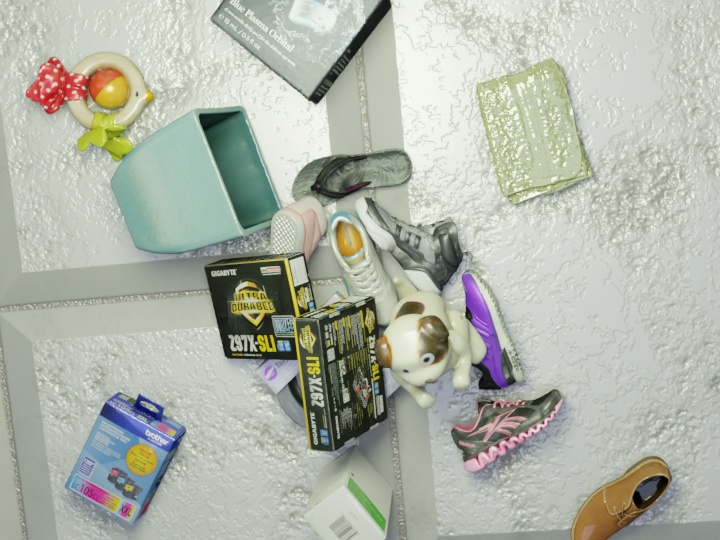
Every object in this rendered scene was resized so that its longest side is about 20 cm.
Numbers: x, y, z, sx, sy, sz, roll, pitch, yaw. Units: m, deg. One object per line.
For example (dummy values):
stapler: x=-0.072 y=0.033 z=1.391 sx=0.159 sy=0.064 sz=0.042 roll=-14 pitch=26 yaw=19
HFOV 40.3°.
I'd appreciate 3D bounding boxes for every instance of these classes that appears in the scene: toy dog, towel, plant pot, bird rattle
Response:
toy dog: x=0.097 y=0.103 z=1.451 sx=0.139 sy=0.200 sz=0.195 roll=-15 pitch=94 yaw=14
towel: x=0.268 y=-0.216 z=1.534 sx=0.147 sy=0.036 sz=0.201 roll=-17 pitch=96 yaw=8
plant pot: x=-0.265 y=-0.124 z=1.523 sx=0.199 sy=0.196 sz=0.198 roll=-20 pitch=95 yaw=17
bird rattle: x=-0.425 y=-0.278 z=1.581 sx=0.163 sy=0.113 sz=0.200 roll=-41 pitch=79 yaw=-3

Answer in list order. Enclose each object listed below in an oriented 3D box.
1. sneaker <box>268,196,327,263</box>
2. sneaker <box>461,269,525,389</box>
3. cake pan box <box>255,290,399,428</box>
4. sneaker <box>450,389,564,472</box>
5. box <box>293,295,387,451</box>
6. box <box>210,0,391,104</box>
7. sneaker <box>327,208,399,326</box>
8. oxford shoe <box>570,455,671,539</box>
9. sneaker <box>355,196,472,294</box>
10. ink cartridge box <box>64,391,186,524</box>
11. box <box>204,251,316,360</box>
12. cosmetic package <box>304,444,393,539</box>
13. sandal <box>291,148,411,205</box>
sneaker: x=-0.103 y=-0.031 z=1.576 sx=0.075 sy=0.105 sz=0.201 roll=27 pitch=129 yaw=16
sneaker: x=0.184 y=0.102 z=1.563 sx=0.099 sy=0.070 sz=0.201 roll=-22 pitch=94 yaw=10
cake pan box: x=-0.045 y=0.166 z=1.602 sx=0.200 sy=0.052 sz=0.184 roll=-43 pitch=89 yaw=8
sneaker: x=0.232 y=0.238 z=1.578 sx=0.199 sy=0.079 sz=0.096 roll=-34 pitch=81 yaw=7
box: x=-0.027 y=0.153 z=1.485 sx=0.049 sy=0.159 sz=0.202 roll=-1 pitch=101 yaw=31
box: x=-0.089 y=-0.397 z=1.506 sx=0.196 sy=0.117 sz=0.200 roll=38 pitch=97 yaw=0
sneaker: x=0.000 y=0.000 z=1.562 sx=0.076 sy=0.081 sz=0.201 roll=-26 pitch=95 yaw=6
oxford shoe: x=0.416 y=0.380 z=1.574 sx=0.071 sy=0.071 sz=0.200 roll=43 pitch=100 yaw=-2
sneaker: x=0.088 y=-0.062 z=1.552 sx=0.114 sy=0.076 sz=0.200 roll=-41 pitch=97 yaw=8
ink cartridge box: x=-0.385 y=0.298 z=1.638 sx=0.136 sy=0.076 sz=0.201 roll=27 pitch=97 yaw=2
box: x=-0.153 y=0.058 z=1.544 sx=0.199 sy=0.049 sz=0.161 roll=-3 pitch=104 yaw=43
cosmetic package: x=-0.015 y=0.367 z=1.547 sx=0.085 sy=0.200 sz=0.108 roll=-39 pitch=94 yaw=10
sandal: x=-0.018 y=-0.154 z=1.562 sx=0.199 sy=0.048 sz=0.076 roll=-15 pitch=95 yaw=6
